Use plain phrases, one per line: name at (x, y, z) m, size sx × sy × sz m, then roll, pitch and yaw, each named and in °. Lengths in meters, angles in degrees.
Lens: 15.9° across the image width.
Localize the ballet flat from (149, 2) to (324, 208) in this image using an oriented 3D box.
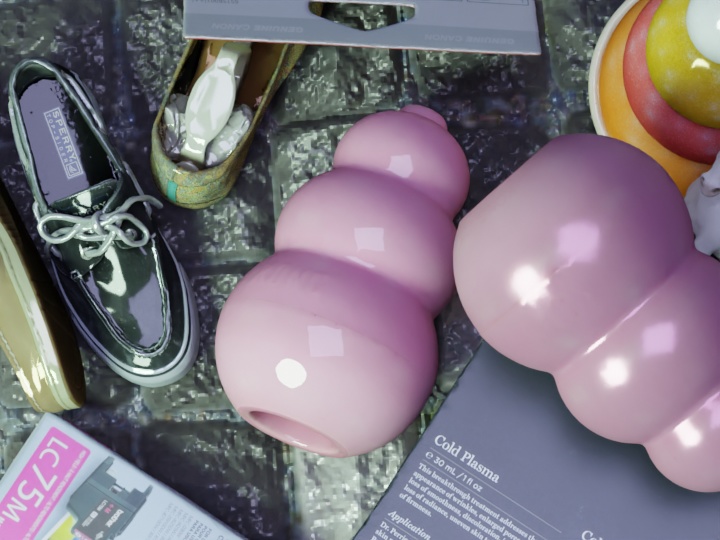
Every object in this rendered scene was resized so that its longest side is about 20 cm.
ballet flat at (-0.068, -0.131, 1.477) m, size 0.071 × 0.071 × 0.200 m, roll 21°, pitch 82°, yaw 6°

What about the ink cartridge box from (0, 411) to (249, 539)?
ink cartridge box at (-0.124, 0.181, 1.440) m, size 0.200 × 0.042 × 0.119 m, roll 33°, pitch 83°, yaw 6°

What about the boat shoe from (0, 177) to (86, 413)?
boat shoe at (-0.218, 0.000, 1.462) m, size 0.066 × 0.074 × 0.200 m, roll -27°, pitch 70°, yaw 1°

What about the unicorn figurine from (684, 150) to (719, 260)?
unicorn figurine at (0.207, -0.014, 1.400) m, size 0.137 × 0.200 × 0.074 m, roll -45°, pitch 43°, yaw 20°

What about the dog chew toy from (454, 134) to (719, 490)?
dog chew toy at (0.141, 0.028, 1.307) m, size 0.125 × 0.125 × 0.200 m, roll -42°, pitch 89°, yaw -5°

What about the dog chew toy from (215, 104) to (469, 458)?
dog chew toy at (0.000, 0.000, 1.428) m, size 0.124 × 0.125 × 0.200 m, roll 21°, pitch 74°, yaw 6°

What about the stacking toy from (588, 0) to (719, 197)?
stacking toy at (0.201, -0.118, 1.395) m, size 0.146 × 0.200 × 0.146 m, roll 0°, pitch 80°, yaw 2°

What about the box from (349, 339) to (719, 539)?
box at (0.123, 0.134, 1.404) m, size 0.200 × 0.104 × 0.182 m, roll 33°, pitch 83°, yaw 7°

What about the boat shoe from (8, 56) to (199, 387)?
boat shoe at (-0.149, -0.030, 1.461) m, size 0.074 × 0.068 × 0.200 m, roll -19°, pitch 80°, yaw -1°

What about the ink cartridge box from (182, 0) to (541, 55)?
ink cartridge box at (-0.002, -0.173, 1.440) m, size 0.200 × 0.044 × 0.174 m, roll 2°, pitch 50°, yaw -5°
